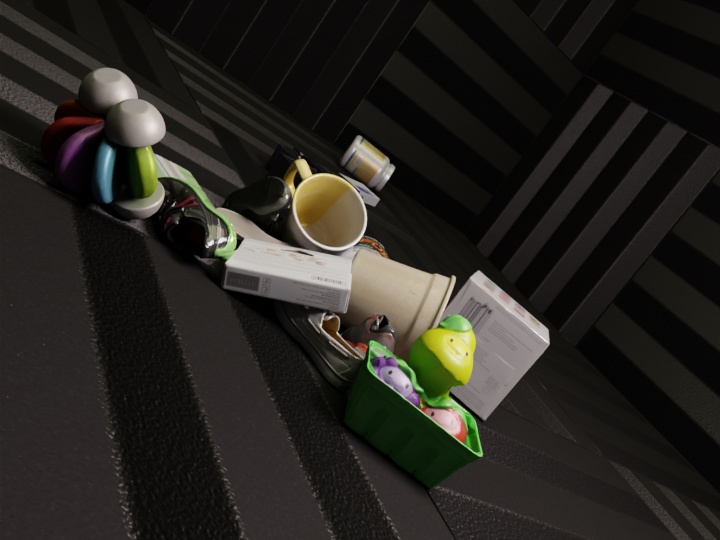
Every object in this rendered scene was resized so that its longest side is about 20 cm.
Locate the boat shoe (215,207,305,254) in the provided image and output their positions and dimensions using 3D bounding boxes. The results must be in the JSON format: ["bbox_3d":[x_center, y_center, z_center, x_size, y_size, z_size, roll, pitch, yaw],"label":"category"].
[{"bbox_3d":[-0.182,-0.039,1.359,0.197,0.057,0.068,29,28,-23],"label":"boat shoe"}]

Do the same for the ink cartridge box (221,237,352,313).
[{"bbox_3d":[-0.111,0.004,1.230,0.194,0.045,0.174,12,14,-2],"label":"ink cartridge box"}]

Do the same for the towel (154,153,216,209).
[{"bbox_3d":[-0.351,-0.161,1.355,0.198,0.031,0.150,27,20,-51],"label":"towel"}]

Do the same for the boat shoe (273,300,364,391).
[{"bbox_3d":[-0.061,0.091,1.181,0.070,0.070,0.200,21,22,-52],"label":"boat shoe"}]

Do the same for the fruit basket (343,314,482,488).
[{"bbox_3d":[0.096,0.163,1.079,0.214,0.217,0.156,36,12,-5],"label":"fruit basket"}]

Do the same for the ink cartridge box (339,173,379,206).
[{"bbox_3d":[-0.011,-0.283,2.710,0.099,0.039,0.199,44,12,23],"label":"ink cartridge box"}]

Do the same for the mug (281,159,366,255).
[{"bbox_3d":[-0.080,-0.096,1.462,0.146,0.153,0.191,12,64,-18],"label":"mug"}]

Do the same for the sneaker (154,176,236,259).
[{"bbox_3d":[-0.273,-0.082,1.164,0.198,0.078,0.083,32,27,26],"label":"sneaker"}]

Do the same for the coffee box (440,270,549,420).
[{"bbox_3d":[0.247,0.146,1.566,0.199,0.202,0.197,40,12,9],"label":"coffee box"}]

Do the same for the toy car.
[{"bbox_3d":[-0.368,-0.171,1.088,0.148,0.178,0.200,-22,54,-35],"label":"toy car"}]

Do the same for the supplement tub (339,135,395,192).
[{"bbox_3d":[0.027,-0.424,3.066,0.198,0.146,0.145,37,12,-7],"label":"supplement tub"}]

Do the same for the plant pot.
[{"bbox_3d":[0.049,0.060,1.380,0.180,0.204,0.201,27,12,2],"label":"plant pot"}]

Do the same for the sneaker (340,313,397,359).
[{"bbox_3d":[0.022,0.112,1.250,0.076,0.083,0.200,35,-5,-14],"label":"sneaker"}]

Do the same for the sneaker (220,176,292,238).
[{"bbox_3d":[-0.166,-0.104,1.402,0.114,0.078,0.197,37,-31,-30],"label":"sneaker"}]

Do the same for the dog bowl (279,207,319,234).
[{"bbox_3d":[-0.113,-0.100,1.637,0.196,0.060,0.200,24,11,-5],"label":"dog bowl"}]

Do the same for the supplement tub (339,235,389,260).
[{"bbox_3d":[0.000,0.000,1.554,0.121,0.124,0.200,36,12,-6],"label":"supplement tub"}]

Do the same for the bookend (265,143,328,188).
[{"bbox_3d":[-0.184,-0.268,2.040,0.200,0.093,0.197,44,14,27],"label":"bookend"}]
